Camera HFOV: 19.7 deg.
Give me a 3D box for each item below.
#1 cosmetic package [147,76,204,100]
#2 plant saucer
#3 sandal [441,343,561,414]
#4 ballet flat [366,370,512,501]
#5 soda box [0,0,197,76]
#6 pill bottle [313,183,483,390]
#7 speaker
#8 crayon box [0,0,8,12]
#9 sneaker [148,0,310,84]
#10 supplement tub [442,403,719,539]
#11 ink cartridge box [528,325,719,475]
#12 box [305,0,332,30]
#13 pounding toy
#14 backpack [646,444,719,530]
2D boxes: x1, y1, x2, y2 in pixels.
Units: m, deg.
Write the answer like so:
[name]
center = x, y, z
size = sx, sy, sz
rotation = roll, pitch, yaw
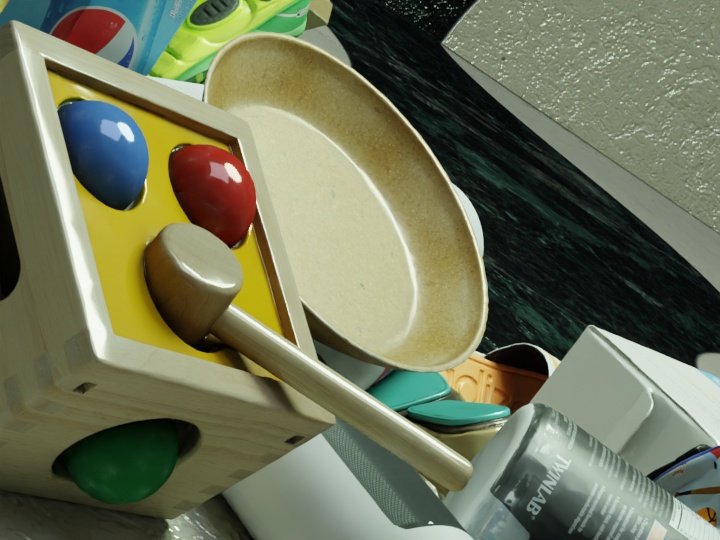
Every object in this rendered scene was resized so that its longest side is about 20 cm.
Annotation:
[cosmetic package]
center = -0.101, -0.043, 1.196
size = 0.081, 0.113, 0.200
rotation = 38, 11, 12
[plant saucer]
center = -0.015, -0.029, 1.055
size = 0.200, 0.035, 0.201
rotation = 34, 37, -30
[sandal]
center = 0.093, 0.082, 1.323
size = 0.205, 0.059, 0.080
rotation = 21, 62, -33
[ballet flat]
center = 0.036, 0.097, 1.163
size = 0.068, 0.064, 0.200
rotation = -11, 9, -15
[soda box]
center = -0.156, -0.133, 1.160
size = 0.064, 0.201, 0.068
rotation = 23, 17, -45
[pill bottle]
center = 0.000, 0.000, 1.215
size = 0.119, 0.120, 0.200
rotation = 38, 23, 10
[speaker]
center = -0.020, 0.100, 0.960
size = 0.081, 0.082, 0.200
rotation = 24, 17, -43
[crayon box]
center = -0.227, -0.156, 1.286
size = 0.199, 0.051, 0.128
rotation = 28, 44, -30
[sneaker]
center = -0.108, -0.125, 1.257
size = 0.074, 0.199, 0.084
rotation = 49, -19, 34
[supplement tub]
center = 0.129, 0.168, 1.013
size = 0.199, 0.123, 0.123
rotation = 37, 12, -1
[ink cartridge box]
center = 0.180, 0.131, 1.278
size = 0.199, 0.129, 0.125
rotation = 23, 18, -50
[box]
center = -0.140, -0.202, 1.327
size = 0.162, 0.021, 0.199
rotation = -7, -31, 42
[pounding toy]
center = -0.082, 0.017, 0.868
size = 0.183, 0.142, 0.202
rotation = 20, 46, -52
[backpack]
center = 0.242, 0.176, 1.136
size = 0.191, 0.199, 0.155
rotation = 46, 24, -28
